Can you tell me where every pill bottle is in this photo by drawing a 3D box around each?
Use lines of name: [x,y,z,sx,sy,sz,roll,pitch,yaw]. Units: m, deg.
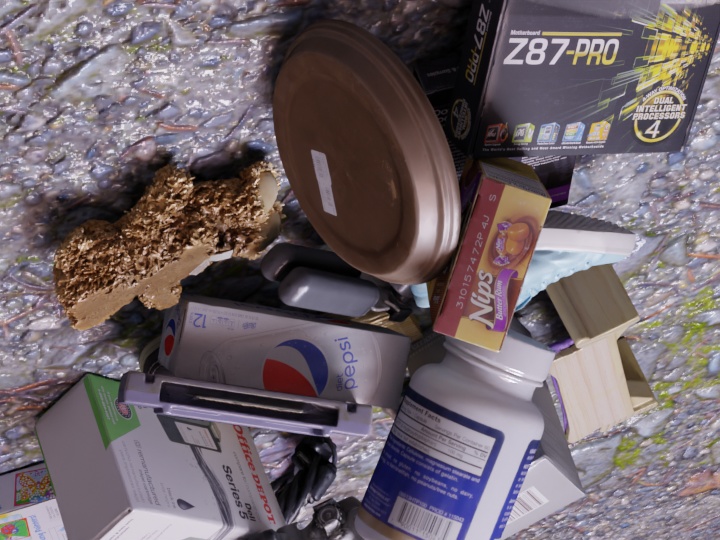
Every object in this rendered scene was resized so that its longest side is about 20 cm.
pill bottle: [0.083,0.143,1.674,0.119,0.119,0.201,19,95,-46]

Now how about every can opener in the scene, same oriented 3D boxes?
can opener: [0.000,0.000,1.655,0.067,0.053,0.200,-46,154,18]
can opener: [-0.076,0.262,1.776,0.199,0.054,0.067,-26,145,-1]

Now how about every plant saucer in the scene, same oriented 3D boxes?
plant saucer: [-0.002,-0.079,1.441,0.029,0.200,0.201,-27,154,-29]

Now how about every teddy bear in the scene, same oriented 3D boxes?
teddy bear: [-0.148,-0.028,1.575,0.199,0.067,0.145,-29,157,2]

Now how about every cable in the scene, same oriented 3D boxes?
cable: [-0.075,0.242,1.934,0.051,0.164,0.200,29,158,-4]

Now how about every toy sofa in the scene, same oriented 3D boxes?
toy sofa: [0.211,0.074,1.899,0.097,0.083,0.200,-25,149,1]

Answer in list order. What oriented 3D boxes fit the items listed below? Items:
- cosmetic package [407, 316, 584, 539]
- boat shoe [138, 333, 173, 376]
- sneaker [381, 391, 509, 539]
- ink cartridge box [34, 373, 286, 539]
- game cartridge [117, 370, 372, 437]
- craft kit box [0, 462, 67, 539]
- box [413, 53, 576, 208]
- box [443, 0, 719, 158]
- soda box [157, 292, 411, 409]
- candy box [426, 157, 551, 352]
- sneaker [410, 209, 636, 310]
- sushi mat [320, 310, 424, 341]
cosmetic package: [0.116,0.131,1.817,0.106,0.201,0.090,-32,137,15]
boat shoe: [-0.089,0.084,1.746,0.198,0.065,0.072,-1,136,-17]
sneaker: [0.076,0.187,1.891,0.093,0.201,0.071,1,133,-21]
ink cartridge box: [-0.173,0.188,1.792,0.084,0.146,0.199,-42,143,25]
game cartridge: [-0.097,0.111,1.656,0.198,0.039,0.130,9,171,-8]
craft kit box: [-0.348,0.264,1.906,0.196,0.049,0.201,-18,148,-9]
box: [0.107,-0.106,1.617,0.142,0.036,0.201,-14,149,-12]
box: [0.171,-0.165,1.505,0.198,0.049,0.162,-2,120,-27]
soda box: [-0.063,0.066,1.682,0.198,0.064,0.068,10,-176,-20]
candy box: [0.092,-0.019,1.498,0.056,0.200,0.118,18,100,-1]
sneaker: [0.129,-0.003,1.659,0.198,0.074,0.083,-1,106,-15]
sushi mat: [-0.045,0.072,1.817,0.199,0.012,0.096,-22,148,1]
